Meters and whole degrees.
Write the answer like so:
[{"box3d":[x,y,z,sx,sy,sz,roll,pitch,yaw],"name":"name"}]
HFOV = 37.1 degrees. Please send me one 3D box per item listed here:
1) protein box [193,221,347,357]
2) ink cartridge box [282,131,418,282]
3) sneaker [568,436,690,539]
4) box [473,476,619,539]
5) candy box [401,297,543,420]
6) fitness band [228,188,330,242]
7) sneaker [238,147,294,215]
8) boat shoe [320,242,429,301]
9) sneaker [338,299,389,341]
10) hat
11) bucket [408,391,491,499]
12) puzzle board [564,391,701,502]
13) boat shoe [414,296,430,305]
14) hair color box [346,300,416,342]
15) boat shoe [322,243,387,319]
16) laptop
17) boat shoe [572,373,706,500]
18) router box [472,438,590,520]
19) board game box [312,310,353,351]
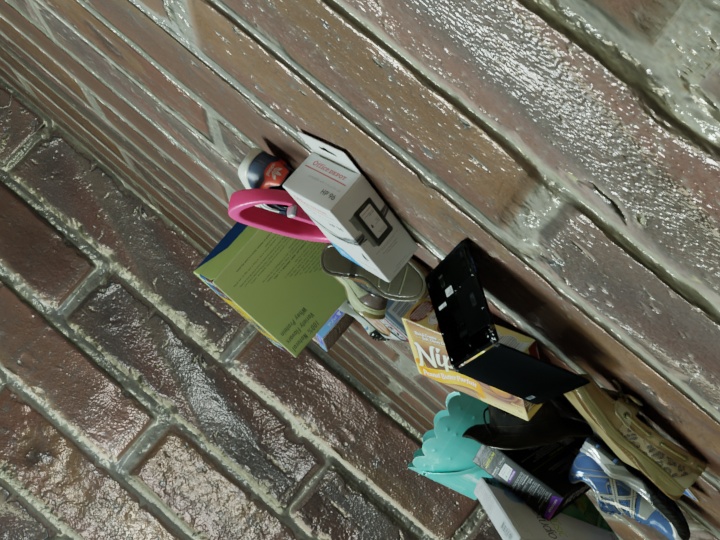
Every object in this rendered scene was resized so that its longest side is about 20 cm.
[{"box3d":[-0.137,0.003,1.845,0.200,0.199,0.135,44,170,-22],"name":"protein box"},{"box3d":[-0.022,-0.083,1.405,0.116,0.068,0.200,30,165,48],"name":"ink cartridge box"},{"box3d":[0.397,0.336,1.583,0.200,0.077,0.076,41,-170,22],"name":"sneaker"},{"box3d":[0.286,0.379,1.622,0.200,0.036,0.144,14,-158,-26],"name":"box"},{"box3d":[0.158,0.121,1.493,0.200,0.055,0.115,22,143,40],"name":"candy box"},{"box3d":[-0.097,-0.077,1.568,0.200,0.037,0.144,17,165,-40],"name":"fitness band"},{"box3d":[-0.117,-0.113,1.640,0.084,0.075,0.200,27,171,22],"name":"sneaker"},{"box3d":[0.035,-0.005,1.575,0.200,0.072,0.068,22,-168,39],"name":"boat shoe"},{"box3d":[0.015,0.069,1.994,0.200,0.072,0.073,41,-153,-44],"name":"sneaker"},{"box3d":[0.246,0.207,1.591,0.201,0.200,0.081,180,85,-76],"name":"hat"},{"box3d":[0.192,0.301,1.923,0.135,0.207,0.207,30,169,5],"name":"bucket"},{"box3d":[0.367,0.229,1.455,0.200,0.017,0.151,46,168,-32],"name":"puzzle board"},{"box3d":[0.157,0.116,1.625,0.086,0.075,0.202,25,152,47],"name":"boat shoe"},{"box3d":[0.051,0.067,1.822,0.099,0.061,0.200,42,171,-9],"name":"hair color box"},{"box3d":[-0.001,0.000,1.715,0.072,0.066,0.201,13,-153,-31],"name":"boat shoe"},{"box3d":[0.174,0.069,1.318,0.177,0.103,0.200,127,128,-70],"name":"laptop"},{"box3d":[0.335,0.191,1.309,0.200,0.063,0.073,45,-175,-8],"name":"boat shoe"},{"box3d":[0.287,0.301,1.687,0.149,0.051,0.200,36,-156,24],"name":"router box"},{"box3d":[-0.123,0.072,2.409,0.200,0.097,0.159,39,170,11],"name":"board game box"}]
